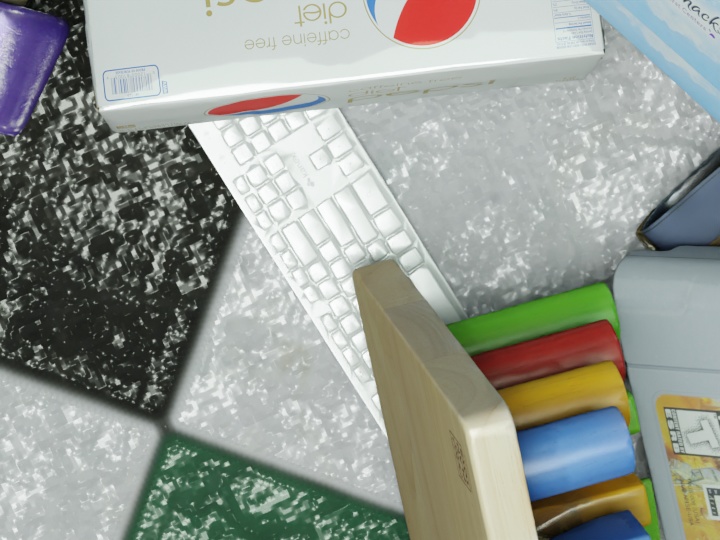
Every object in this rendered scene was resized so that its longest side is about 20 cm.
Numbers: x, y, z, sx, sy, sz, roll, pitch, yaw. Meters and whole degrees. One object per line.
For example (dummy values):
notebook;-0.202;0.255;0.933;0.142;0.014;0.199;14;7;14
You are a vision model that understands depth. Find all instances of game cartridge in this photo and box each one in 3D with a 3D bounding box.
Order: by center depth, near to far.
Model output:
game cartridge;0.178;0.088;0.977;0.041;0.133;0.201;-30;113;-39

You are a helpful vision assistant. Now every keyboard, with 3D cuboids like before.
keyboard;0.000;0.000;1.015;0.056;0.011;0.201;-32;100;3

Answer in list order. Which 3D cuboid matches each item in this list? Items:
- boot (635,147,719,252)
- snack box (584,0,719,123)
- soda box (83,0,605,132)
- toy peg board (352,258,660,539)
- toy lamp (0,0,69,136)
boot;0.192;-0.036;0.956;0.097;0.075;0.200;39;129;0
snack box;0.192;-0.134;0.897;0.199;0.068;0.169;-34;61;-22
soda box;-0.007;-0.099;0.963;0.198;0.068;0.064;-6;86;-2
toy peg board;0.080;0.105;0.936;0.097;0.199;0.201;-15;107;-7
toy lamp;-0.128;-0.153;0.949;0.058;0.058;0.202;13;90;-5
